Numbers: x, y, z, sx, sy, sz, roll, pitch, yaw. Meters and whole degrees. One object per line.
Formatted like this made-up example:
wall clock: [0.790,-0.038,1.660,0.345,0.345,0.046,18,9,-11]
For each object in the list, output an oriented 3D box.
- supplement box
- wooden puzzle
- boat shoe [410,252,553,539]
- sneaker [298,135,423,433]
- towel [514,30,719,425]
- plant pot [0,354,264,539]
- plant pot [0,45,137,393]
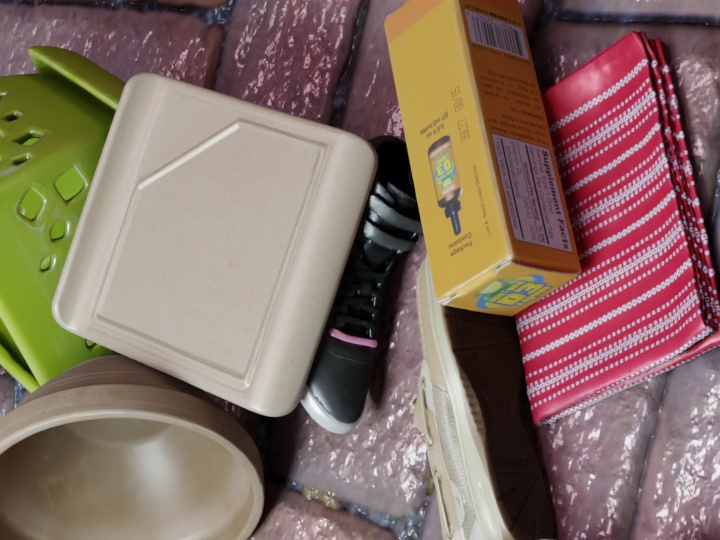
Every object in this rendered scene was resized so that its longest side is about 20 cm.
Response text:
supplement box: [0.071,-0.077,1.051,0.066,0.068,0.202,-32,56,42]
wooden puzzle: [-0.096,-0.021,1.149,0.199,0.037,0.187,19,91,29]
boat shoe: [0.058,0.080,1.042,0.064,0.071,0.202,-30,58,37]
sneaker: [0.000,0.000,1.132,0.099,0.070,0.202,-28,54,46]
towel: [0.137,-0.026,1.026,0.144,0.022,0.202,-30,57,40]
plant pot: [-0.166,0.124,1.194,0.201,0.200,0.093,-41,37,32]
plant pot: [-0.225,-0.043,1.284,0.181,0.200,0.200,-35,38,-18]
